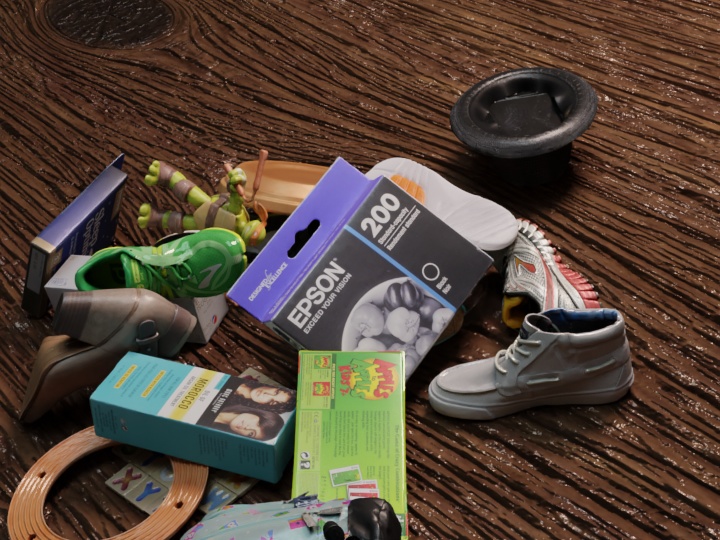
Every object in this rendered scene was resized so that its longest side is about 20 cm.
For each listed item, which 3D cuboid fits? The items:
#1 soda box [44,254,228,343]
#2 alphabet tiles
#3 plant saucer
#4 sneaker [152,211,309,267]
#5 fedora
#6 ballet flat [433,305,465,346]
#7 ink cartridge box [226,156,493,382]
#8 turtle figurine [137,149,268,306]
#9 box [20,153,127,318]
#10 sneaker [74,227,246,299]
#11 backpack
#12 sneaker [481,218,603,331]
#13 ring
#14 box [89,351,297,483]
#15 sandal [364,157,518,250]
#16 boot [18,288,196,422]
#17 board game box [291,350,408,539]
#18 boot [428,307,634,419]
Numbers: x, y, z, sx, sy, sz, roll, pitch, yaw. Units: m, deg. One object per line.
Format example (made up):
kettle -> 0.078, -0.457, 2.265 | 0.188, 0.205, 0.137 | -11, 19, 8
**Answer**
soda box -> -0.256, 0.032, 1.427 | 0.198, 0.069, 0.064 | 4, 39, 23
alphabet tiles -> -0.150, 0.171, 1.248 | 0.166, 0.006, 0.200 | 22, 48, 41
plant saucer -> -0.070, -0.099, 1.497 | 0.198, 0.038, 0.200 | 8, 13, -2
sneaker -> -0.152, -0.029, 1.492 | 0.198, 0.075, 0.081 | -9, 15, 8
fedora -> 0.202, -0.166, 1.528 | 0.199, 0.092, 0.201 | -9, 34, 6
ballet flat -> 0.017, 0.011, 1.315 | 0.200, 0.068, 0.072 | 40, 72, 7
ink cartridge box -> 0.001, 0.007, 1.257 | 0.199, 0.043, 0.199 | 36, 72, 5
turtle figurine -> -0.166, -0.069, 1.407 | 0.160, 0.201, 0.064 | 22, 34, 15
box -> -0.338, -0.046, 1.522 | 0.032, 0.122, 0.200 | 28, 46, 5
sneaker -> -0.211, 0.005, 1.317 | 0.198, 0.075, 0.084 | -10, 10, 20
backpack -> -0.059, 0.257, 0.985 | 0.198, 0.168, 0.127 | -7, 15, 14
sneaker -> 0.173, 0.013, 1.298 | 0.082, 0.078, 0.200 | -23, 35, -11
ring -> -0.240, 0.215, 1.197 | 0.198, 0.019, 0.201 | -9, 35, 6
box -> -0.156, 0.140, 1.214 | 0.198, 0.050, 0.082 | 11, 36, 18
sandal -> 0.082, -0.056, 1.367 | 0.206, 0.060, 0.079 | 30, 59, 34
boot -> -0.262, 0.100, 1.309 | 0.145, 0.201, 0.071 | 15, 38, -22
board game box -> -0.009, 0.165, 1.122 | 0.101, 0.048, 0.201 | 0, 48, 0
boot -> 0.157, 0.080, 1.191 | 0.198, 0.096, 0.074 | -8, 34, 8
